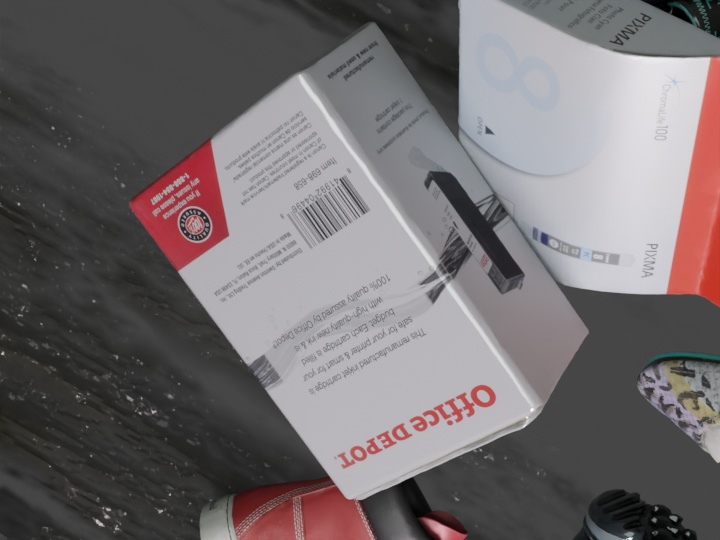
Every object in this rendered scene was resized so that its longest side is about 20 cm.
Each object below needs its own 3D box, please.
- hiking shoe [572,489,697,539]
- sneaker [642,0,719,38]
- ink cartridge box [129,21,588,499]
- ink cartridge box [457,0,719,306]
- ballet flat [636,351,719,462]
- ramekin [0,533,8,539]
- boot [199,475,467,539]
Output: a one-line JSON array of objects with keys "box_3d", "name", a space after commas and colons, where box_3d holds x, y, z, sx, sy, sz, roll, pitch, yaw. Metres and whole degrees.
[{"box_3d": [0.197, 0.208, 0.801, 0.199, 0.074, 0.087, 35, 111, 8], "name": "hiking shoe"}, {"box_3d": [0.195, -0.128, 0.717, 0.198, 0.079, 0.076, -21, 99, 9], "name": "sneaker"}, {"box_3d": [0.000, 0.000, 0.736, 0.144, 0.084, 0.201, -30, 98, 39], "name": "ink cartridge box"}, {"box_3d": [0.133, -0.043, 0.673, 0.199, 0.047, 0.161, 34, 148, 28], "name": "ink cartridge box"}, {"box_3d": [0.245, 0.095, 0.759, 0.198, 0.072, 0.073, 12, 103, 2], "name": "ballet flat"}, {"box_3d": [-0.269, 0.213, 0.793, 0.198, 0.106, 0.201, -1, 132, -1], "name": "ramekin"}, {"box_3d": [0.004, 0.210, 0.817, 0.143, 0.072, 0.202, -16, 97, 8], "name": "boot"}]
